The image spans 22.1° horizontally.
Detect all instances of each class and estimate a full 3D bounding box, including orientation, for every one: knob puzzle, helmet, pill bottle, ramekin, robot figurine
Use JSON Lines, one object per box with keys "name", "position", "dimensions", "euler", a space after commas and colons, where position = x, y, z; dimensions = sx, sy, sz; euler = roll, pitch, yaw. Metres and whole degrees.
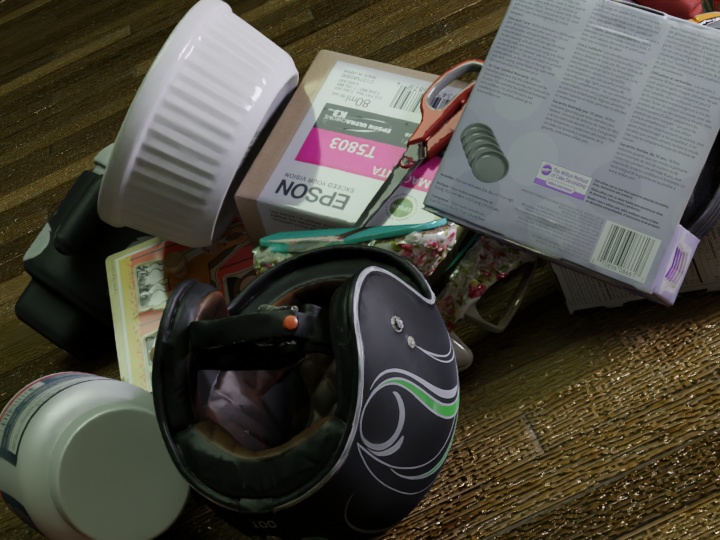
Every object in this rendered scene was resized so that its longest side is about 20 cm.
{"name": "knob puzzle", "position": [-0.112, 0.017, 1.503], "dimensions": [0.218, 0.031, 0.221], "euler": [-11, 50, 14]}
{"name": "helmet", "position": [-0.027, 0.077, 1.176], "dimensions": [0.199, 0.201, 0.190], "euler": [-17, -13, 20]}
{"name": "pill bottle", "position": [-0.183, 0.133, 1.266], "dimensions": [0.119, 0.120, 0.200], "euler": [-32, 10, -17]}
{"name": "ramekin", "position": [-0.126, -0.110, 1.488], "dimensions": [0.203, 0.094, 0.202], "euler": [-62, -3, -5]}
{"name": "robot figurine", "position": [-0.220, -0.020, 1.649], "dimensions": [0.201, 0.125, 0.150], "euler": [-56, 17, -6]}

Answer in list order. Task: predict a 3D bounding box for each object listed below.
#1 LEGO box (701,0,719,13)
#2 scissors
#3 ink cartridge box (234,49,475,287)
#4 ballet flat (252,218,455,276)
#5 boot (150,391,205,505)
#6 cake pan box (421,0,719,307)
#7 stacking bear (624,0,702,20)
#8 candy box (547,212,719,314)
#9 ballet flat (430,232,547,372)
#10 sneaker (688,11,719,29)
{"name": "LEGO box", "position": [0.300, -0.222, 1.481], "dimensions": [0.077, 0.201, 0.149], "euler": [-32, 24, -14]}
{"name": "scissors", "position": [0.039, -0.092, 1.430], "dimensions": [0.200, 0.014, 0.073], "euler": [-40, 59, -15]}
{"name": "ink cartridge box", "position": [0.024, -0.079, 1.478], "dimensions": [0.199, 0.075, 0.165], "euler": [15, 59, 24]}
{"name": "ballet flat", "position": [0.000, 0.000, 1.316], "dimensions": [0.075, 0.064, 0.199], "euler": [-15, 7, -38]}
{"name": "boot", "position": [-0.053, 0.085, 1.371], "dimensions": [0.199, 0.066, 0.165], "euler": [-25, 24, -11]}
{"name": "cake pan box", "position": [0.164, -0.092, 1.269], "dimensions": [0.199, 0.052, 0.185], "euler": [21, 89, 31]}
{"name": "stacking bear", "position": [0.162, -0.131, 1.399], "dimensions": [0.113, 0.122, 0.200], "euler": [25, 58, 25]}
{"name": "candy box", "position": [0.247, -0.041, 1.320], "dimensions": [0.199, 0.061, 0.137], "euler": [-10, 26, 32]}
{"name": "ballet flat", "position": [0.071, 0.032, 1.330], "dimensions": [0.200, 0.064, 0.076], "euler": [-48, -4, -11]}
{"name": "sneaker", "position": [0.242, -0.122, 1.349], "dimensions": [0.200, 0.079, 0.077], "euler": [-38, 37, -29]}
